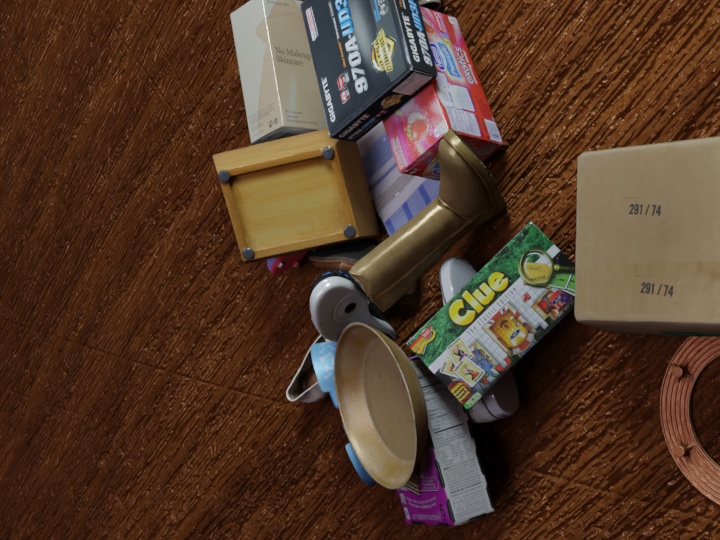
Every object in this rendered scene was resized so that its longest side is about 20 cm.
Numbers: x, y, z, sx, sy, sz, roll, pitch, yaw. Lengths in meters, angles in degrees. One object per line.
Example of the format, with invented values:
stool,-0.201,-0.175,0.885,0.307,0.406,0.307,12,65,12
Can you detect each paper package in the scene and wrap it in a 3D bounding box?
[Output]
paper package,0.321,-0.030,1.111,0.200,0.103,0.192,-2,84,46

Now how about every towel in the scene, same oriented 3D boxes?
towel,0.047,-0.149,1.466,0.147,0.024,0.201,-45,60,38

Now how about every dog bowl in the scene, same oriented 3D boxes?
dog bowl,-0.002,0.179,1.448,0.049,0.111,0.201,-24,84,9

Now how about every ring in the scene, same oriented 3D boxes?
ring,0.387,0.145,1.113,0.200,0.019,0.201,1,92,46

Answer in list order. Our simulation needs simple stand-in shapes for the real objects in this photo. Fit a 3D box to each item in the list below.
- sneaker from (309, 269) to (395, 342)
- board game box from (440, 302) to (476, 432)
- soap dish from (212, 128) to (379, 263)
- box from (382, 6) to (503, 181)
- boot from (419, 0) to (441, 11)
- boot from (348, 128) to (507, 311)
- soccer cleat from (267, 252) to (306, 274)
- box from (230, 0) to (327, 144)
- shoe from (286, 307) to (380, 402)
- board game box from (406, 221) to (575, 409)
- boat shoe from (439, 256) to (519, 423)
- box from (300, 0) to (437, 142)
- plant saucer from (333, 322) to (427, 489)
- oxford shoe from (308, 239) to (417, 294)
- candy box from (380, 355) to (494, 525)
sneaker,-0.034,0.035,1.394,0.073,0.200,0.112,-39,57,1
board game box,0.121,0.124,1.389,0.105,0.023,0.201,34,113,38
soap dish,-0.090,-0.097,1.482,0.199,0.081,0.158,-11,105,13
box,0.083,-0.218,1.360,0.095,0.099,0.201,-38,58,39
boot,0.019,-0.353,1.462,0.200,0.070,0.147,-40,64,39
boot,0.069,-0.051,1.287,0.200,0.175,0.066,-39,54,2
soccer cleat,-0.084,-0.086,1.569,0.076,0.067,0.200,43,116,24
box,-0.116,-0.284,1.586,0.078,0.095,0.201,-20,77,44
shoe,-0.036,0.122,1.531,0.200,0.053,0.070,-50,57,34
board game box,0.158,0.051,1.255,0.200,0.023,0.105,-45,77,5
boat shoe,0.125,0.085,1.325,0.070,0.071,0.201,-27,77,39
box,0.006,-0.282,1.345,0.159,0.046,0.201,-33,61,42
plant saucer,0.029,0.156,1.314,0.200,0.035,0.201,36,132,53
oxford shoe,0.000,0.000,1.488,0.200,0.071,0.072,11,121,51
candy box,0.080,0.204,1.345,0.136,0.061,0.201,-27,77,64
